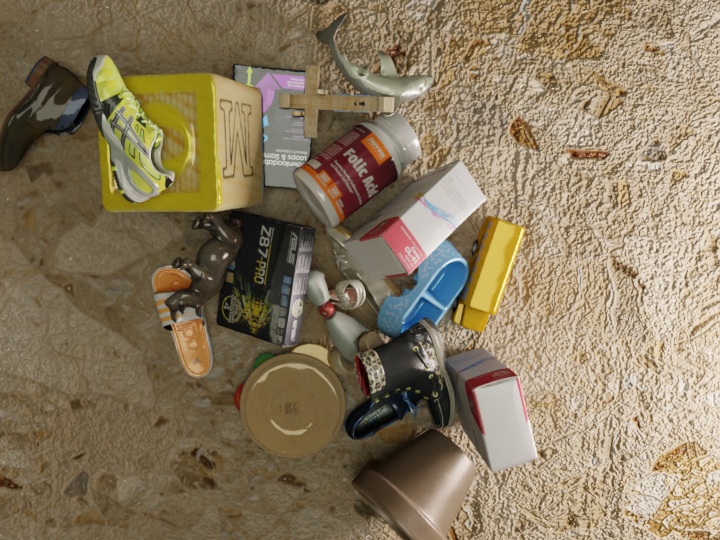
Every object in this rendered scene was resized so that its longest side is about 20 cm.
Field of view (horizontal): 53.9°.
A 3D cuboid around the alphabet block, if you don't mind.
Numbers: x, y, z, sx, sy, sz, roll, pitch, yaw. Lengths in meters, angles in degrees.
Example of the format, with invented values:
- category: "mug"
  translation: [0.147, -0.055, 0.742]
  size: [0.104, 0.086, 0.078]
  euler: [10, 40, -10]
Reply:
- category: "alphabet block"
  translation: [-0.271, -0.193, 1.105]
  size: [0.193, 0.200, 0.199]
  euler: [-1, 98, 11]

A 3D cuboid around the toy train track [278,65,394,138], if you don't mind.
- category: "toy train track"
  translation: [-0.044, -0.271, 1.143]
  size: [0.197, 0.033, 0.116]
  euler: [6, 103, 18]

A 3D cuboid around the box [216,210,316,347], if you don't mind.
- category: "box"
  translation: [-0.162, 0.012, 1.200]
  size: [0.160, 0.049, 0.203]
  euler: [14, 99, 30]

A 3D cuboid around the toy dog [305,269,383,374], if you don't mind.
- category: "toy dog"
  translation: [-0.025, 0.080, 1.237]
  size: [0.130, 0.096, 0.202]
  euler: [-1, 116, 25]

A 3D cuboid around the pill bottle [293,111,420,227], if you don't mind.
- category: "pill bottle"
  translation: [-0.003, -0.173, 1.183]
  size: [0.199, 0.114, 0.115]
  euler: [-38, 100, -11]

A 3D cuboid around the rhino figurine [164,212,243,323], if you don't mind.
- category: "rhino figurine"
  translation: [-0.263, 0.001, 1.177]
  size: [0.087, 0.060, 0.202]
  euler: [24, 98, -31]

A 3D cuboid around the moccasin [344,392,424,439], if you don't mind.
- category: "moccasin"
  translation: [0.064, 0.247, 1.280]
  size: [0.200, 0.068, 0.081]
  euler: [-41, 99, -1]

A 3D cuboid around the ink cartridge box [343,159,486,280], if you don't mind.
- category: "ink cartridge box"
  translation: [0.088, -0.080, 1.165]
  size: [0.200, 0.147, 0.086]
  euler: [-41, 102, -21]

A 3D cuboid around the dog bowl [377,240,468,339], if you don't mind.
- category: "dog bowl"
  translation: [0.114, 0.044, 1.237]
  size: [0.201, 0.049, 0.111]
  euler: [-54, 138, 3]

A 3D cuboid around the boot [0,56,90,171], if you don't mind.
- category: "boot"
  translation: [-0.517, -0.238, 1.162]
  size: [0.096, 0.075, 0.202]
  euler: [26, 93, -5]

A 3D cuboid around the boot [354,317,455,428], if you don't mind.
- category: "boot"
  translation: [0.076, 0.197, 1.205]
  size: [0.152, 0.073, 0.206]
  euler: [-21, 110, -22]

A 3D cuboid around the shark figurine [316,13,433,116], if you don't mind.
- category: "shark figurine"
  translation: [0.004, -0.318, 1.186]
  size: [0.213, 0.089, 0.129]
  euler: [29, 66, -9]

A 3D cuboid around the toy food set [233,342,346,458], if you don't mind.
- category: "toy food set"
  translation: [-0.124, 0.239, 1.275]
  size: [0.196, 0.049, 0.202]
  euler: [-16, 99, -2]

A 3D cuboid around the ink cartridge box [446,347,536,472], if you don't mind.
- category: "ink cartridge box"
  translation: [0.219, 0.231, 1.218]
  size: [0.085, 0.200, 0.149]
  euler: [-16, 99, -3]

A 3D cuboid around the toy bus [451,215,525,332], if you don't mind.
- category: "toy bus"
  translation: [0.224, 0.009, 1.256]
  size: [0.064, 0.078, 0.202]
  euler: [17, 96, -7]

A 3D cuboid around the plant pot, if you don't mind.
- category: "plant pot"
  translation: [0.110, 0.384, 1.262]
  size: [0.175, 0.200, 0.200]
  euler: [-45, 100, -17]

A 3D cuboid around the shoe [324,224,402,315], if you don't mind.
- category: "shoe"
  translation: [0.000, 0.000, 1.237]
  size: [0.053, 0.070, 0.200]
  euler: [-44, 102, -17]

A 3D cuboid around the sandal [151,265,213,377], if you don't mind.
- category: "sandal"
  translation: [-0.304, 0.092, 1.233]
  size: [0.078, 0.059, 0.209]
  euler: [-17, 99, -2]

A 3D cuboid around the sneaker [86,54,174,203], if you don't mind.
- category: "sneaker"
  translation: [-0.315, -0.199, 0.980]
  size: [0.075, 0.075, 0.202]
  euler: [-14, 105, 6]

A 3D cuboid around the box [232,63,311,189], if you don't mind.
- category: "box"
  translation: [-0.151, -0.242, 1.211]
  size: [0.141, 0.036, 0.203]
  euler: [3, 100, -5]
